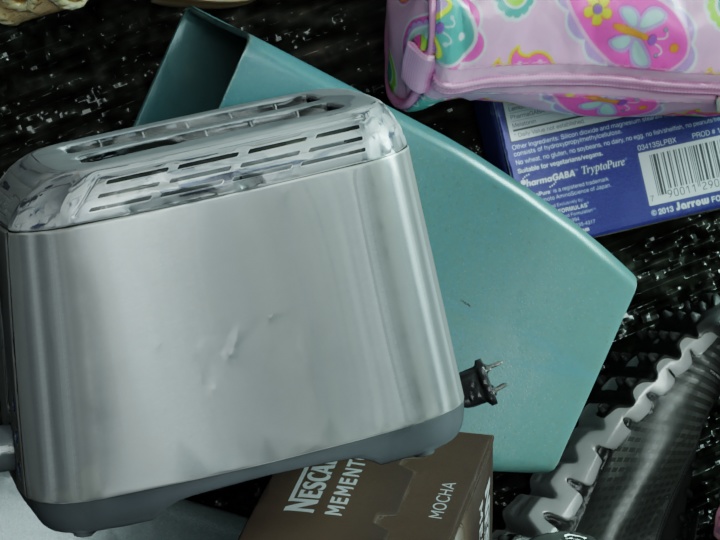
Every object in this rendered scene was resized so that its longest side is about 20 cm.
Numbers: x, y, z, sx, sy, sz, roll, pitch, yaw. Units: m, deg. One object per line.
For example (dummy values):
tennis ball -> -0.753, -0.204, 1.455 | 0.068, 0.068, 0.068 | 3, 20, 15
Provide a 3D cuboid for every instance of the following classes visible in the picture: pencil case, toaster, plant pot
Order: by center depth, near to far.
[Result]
toaster -> -0.046, 0.010, 1.060 | 0.199, 0.114, 0.130 | -12, 102, -11
plant pot -> 0.000, 0.000, 1.202 | 0.199, 0.141, 0.142 | 23, 94, -17
pencil case -> 0.110, -0.105, 1.241 | 0.199, 0.087, 0.088 | 3, 85, -15

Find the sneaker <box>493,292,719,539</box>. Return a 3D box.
sneaker -> 0.118, 0.104, 1.274 | 0.090, 0.066, 0.200 | 41, 81, -12

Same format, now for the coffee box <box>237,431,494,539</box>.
coffee box -> 0.003, 0.170, 1.120 | 0.080, 0.113, 0.201 | 6, 115, 12

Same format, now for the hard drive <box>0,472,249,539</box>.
hard drive -> -0.091, 0.165, 1.228 | 0.199, 0.033, 0.140 | 17, 82, -13

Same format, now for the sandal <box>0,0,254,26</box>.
sandal -> -0.128, -0.143, 1.221 | 0.211, 0.070, 0.078 | -2, 86, -15

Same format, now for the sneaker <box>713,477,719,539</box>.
sneaker -> 0.184, 0.077, 1.240 | 0.082, 0.070, 0.201 | -38, 130, -32

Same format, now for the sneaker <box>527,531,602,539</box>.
sneaker -> 0.126, 0.192, 1.216 | 0.074, 0.089, 0.200 | -38, 116, 6

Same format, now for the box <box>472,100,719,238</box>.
box -> 0.103, -0.117, 1.300 | 0.121, 0.032, 0.201 | -12, 90, -16
